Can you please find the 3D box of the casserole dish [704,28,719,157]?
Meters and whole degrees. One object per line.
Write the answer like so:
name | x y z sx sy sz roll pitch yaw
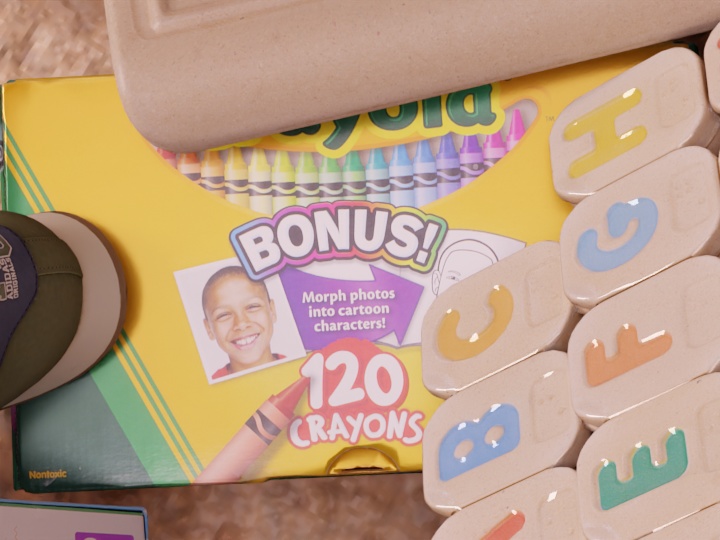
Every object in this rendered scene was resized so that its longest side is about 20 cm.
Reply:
casserole dish | 0.174 -0.090 0.759 0.121 0.039 0.200 25 90 -28

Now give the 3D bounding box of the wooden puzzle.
wooden puzzle | 0.011 -0.138 0.780 0.185 0.037 0.200 -13 64 4

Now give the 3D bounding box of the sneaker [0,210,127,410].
sneaker | -0.163 0.043 0.737 0.200 0.090 0.067 -33 79 14

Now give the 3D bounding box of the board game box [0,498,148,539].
board game box | -0.110 0.157 0.688 0.040 0.153 0.200 -11 76 33

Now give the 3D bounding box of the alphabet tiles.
alphabet tiles | 0.094 0.008 0.663 0.196 0.200 0.015 -28 129 25

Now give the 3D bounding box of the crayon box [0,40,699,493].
crayon box | 0.000 0.000 0.787 0.200 0.058 0.119 -3 88 4
